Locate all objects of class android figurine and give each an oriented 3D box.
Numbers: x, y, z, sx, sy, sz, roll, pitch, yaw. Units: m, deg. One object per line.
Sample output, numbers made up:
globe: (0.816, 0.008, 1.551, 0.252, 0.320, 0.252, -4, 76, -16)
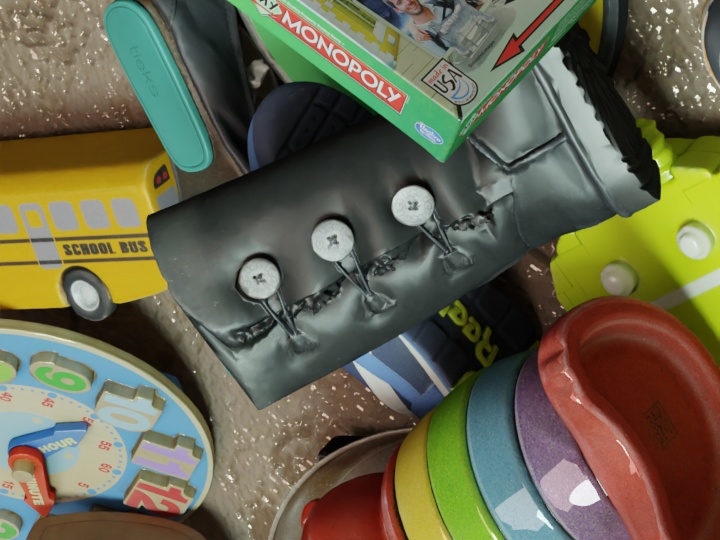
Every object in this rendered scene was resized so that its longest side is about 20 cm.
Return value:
android figurine: (0.160, 0.025, 1.096, 0.182, 0.041, 0.200, -27, 103, 43)

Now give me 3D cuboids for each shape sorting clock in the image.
shape sorting clock: (-0.175, 0.092, 1.340, 0.199, 0.039, 0.200, 2, 142, 1)

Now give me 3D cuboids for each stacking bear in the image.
stacking bear: (0.056, 0.100, 1.083, 0.200, 0.114, 0.122, -30, 93, 34)

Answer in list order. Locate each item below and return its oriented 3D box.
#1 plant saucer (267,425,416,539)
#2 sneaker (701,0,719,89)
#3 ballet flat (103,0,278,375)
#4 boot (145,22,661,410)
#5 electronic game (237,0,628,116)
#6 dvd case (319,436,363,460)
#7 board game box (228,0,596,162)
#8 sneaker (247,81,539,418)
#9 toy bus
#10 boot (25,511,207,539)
plant saucer: (0.055, 0.149, 1.196, 0.199, 0.032, 0.201, 8, 122, 14)
sneaker: (0.216, -0.055, 0.994, 0.200, 0.079, 0.078, 36, 102, -20)
ballet flat: (-0.056, -0.047, 1.186, 0.073, 0.073, 0.201, -9, 106, 39)
boot: (-0.001, -0.055, 1.049, 0.200, 0.066, 0.165, -26, 96, 21)
electronic game: (0.023, -0.133, 1.096, 0.199, 0.042, 0.201, 18, 128, 25)
dvd case: (0.071, 0.175, 1.269, 0.150, 0.025, 0.201, 0, 119, 35)
board game box: (0.037, -0.145, 0.967, 0.134, 0.200, 0.029, 37, 146, 9)
sneaker: (0.000, 0.000, 1.159, 0.082, 0.074, 0.200, 0, 134, 47)
toy bus: (-0.156, -0.023, 1.279, 0.199, 0.065, 0.079, -2, 117, 36)
boot: (-0.084, 0.214, 1.370, 0.199, 0.070, 0.147, 18, 137, 15)
